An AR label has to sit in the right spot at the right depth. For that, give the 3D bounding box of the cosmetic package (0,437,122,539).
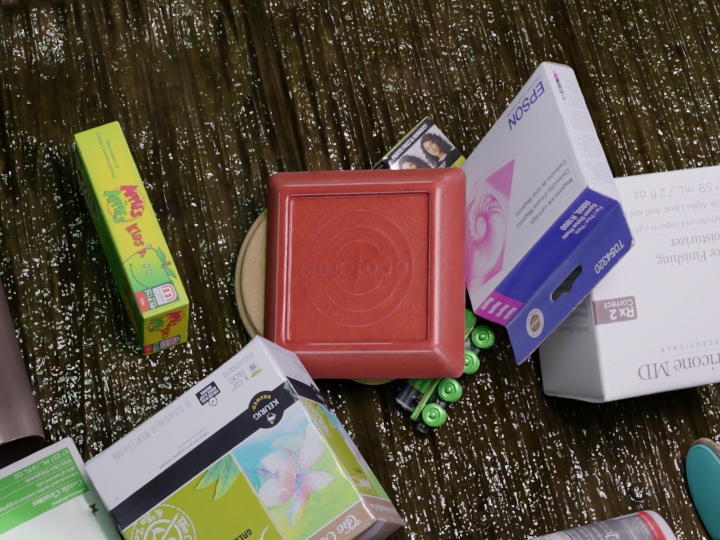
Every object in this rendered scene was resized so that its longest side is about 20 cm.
[{"bbox_3d":[-0.263,0.268,1.499,0.107,0.085,0.201,-26,72,-19],"label":"cosmetic package"}]

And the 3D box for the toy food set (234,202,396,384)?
[{"bbox_3d":[-0.026,0.007,1.632,0.197,0.049,0.201,5,81,13],"label":"toy food set"}]

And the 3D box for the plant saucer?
[{"bbox_3d":[0.000,0.000,1.582,0.197,0.037,0.203,-1,81,13],"label":"plant saucer"}]

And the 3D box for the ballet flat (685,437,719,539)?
[{"bbox_3d":[0.375,0.254,1.604,0.070,0.071,0.202,-16,69,-14],"label":"ballet flat"}]

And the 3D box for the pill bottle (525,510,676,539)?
[{"bbox_3d":[0.191,0.297,1.529,0.197,0.114,0.115,-12,69,-12],"label":"pill bottle"}]

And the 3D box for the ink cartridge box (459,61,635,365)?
[{"bbox_3d":[0.155,-0.051,1.526,0.043,0.197,0.202,8,50,-29],"label":"ink cartridge box"}]

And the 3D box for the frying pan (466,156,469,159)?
[{"bbox_3d":[0.048,-0.068,1.705,0.114,0.031,0.191,28,63,-6],"label":"frying pan"}]

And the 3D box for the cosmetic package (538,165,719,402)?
[{"bbox_3d":[0.264,0.013,1.596,0.163,0.165,0.203,-8,90,-14],"label":"cosmetic package"}]

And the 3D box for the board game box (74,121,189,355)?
[{"bbox_3d":[-0.223,-0.031,1.620,0.047,0.102,0.202,-18,71,-14],"label":"board game box"}]

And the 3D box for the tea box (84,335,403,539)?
[{"bbox_3d":[-0.101,0.201,1.488,0.199,0.134,0.198,-37,75,4],"label":"tea box"}]

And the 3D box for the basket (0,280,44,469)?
[{"bbox_3d":[-0.383,0.092,1.535,0.179,0.136,0.202,-23,75,-21],"label":"basket"}]

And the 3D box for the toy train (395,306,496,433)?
[{"bbox_3d":[0.101,0.064,1.623,0.056,0.042,0.201,33,89,9],"label":"toy train"}]

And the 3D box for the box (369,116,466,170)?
[{"bbox_3d":[0.102,-0.053,1.674,0.075,0.050,0.200,-42,94,-23],"label":"box"}]
